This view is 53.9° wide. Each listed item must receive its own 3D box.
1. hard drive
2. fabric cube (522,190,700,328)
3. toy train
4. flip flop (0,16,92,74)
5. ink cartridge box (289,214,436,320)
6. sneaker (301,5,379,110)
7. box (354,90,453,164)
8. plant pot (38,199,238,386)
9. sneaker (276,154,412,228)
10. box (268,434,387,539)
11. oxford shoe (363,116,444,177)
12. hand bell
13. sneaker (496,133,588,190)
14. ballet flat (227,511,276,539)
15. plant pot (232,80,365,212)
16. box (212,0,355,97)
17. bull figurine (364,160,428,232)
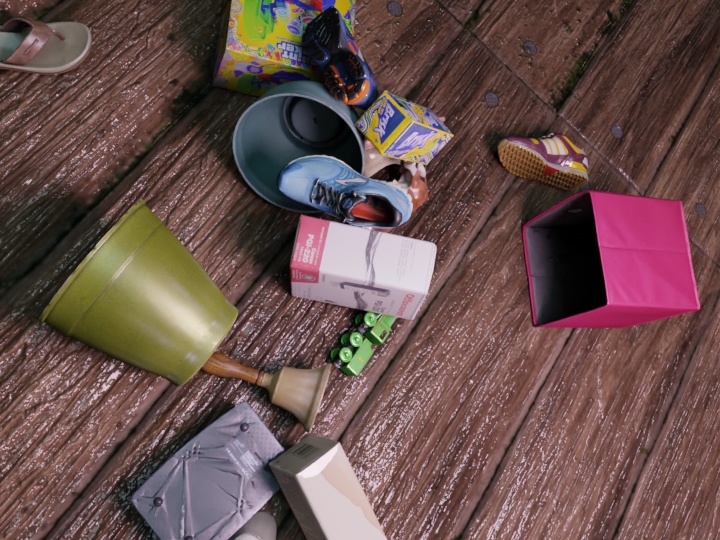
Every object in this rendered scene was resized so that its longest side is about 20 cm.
[{"bbox_3d":[-0.200,0.290,0.973,0.200,0.042,0.135,-39,92,-28],"label":"hard drive"},{"bbox_3d":[0.428,-0.011,1.231,0.199,0.196,0.201,2,74,-22],"label":"fabric cube"},{"bbox_3d":[0.024,0.082,1.127,0.056,0.042,0.200,45,64,-17],"label":"toy train"},{"bbox_3d":[-0.490,-0.331,1.016,0.199,0.058,0.081,-5,77,-23],"label":"flip flop"},{"bbox_3d":[0.000,0.000,1.051,0.199,0.146,0.085,10,70,-1],"label":"ink cartridge box"},{"bbox_3d":[-0.028,-0.310,1.054,0.078,0.075,0.201,30,35,-55],"label":"sneaker"},{"bbox_3d":[0.071,-0.212,1.075,0.064,0.070,0.200,49,21,14],"label":"box"},{"bbox_3d":[-0.273,0.046,0.930,0.193,0.200,0.201,40,65,-13],"label":"plant pot"},{"bbox_3d":[-0.023,-0.109,1.004,0.199,0.090,0.079,14,110,1],"label":"sneaker"},{"bbox_3d":[-0.037,0.336,0.978,0.078,0.095,0.201,-31,103,-29],"label":"box"},{"bbox_3d":[0.068,-0.218,1.223,0.199,0.071,0.074,-25,112,-27],"label":"oxford shoe"},{"bbox_3d":[-0.152,0.155,1.021,0.199,0.104,0.105,18,69,-3],"label":"hand bell"},{"bbox_3d":[0.339,-0.221,1.328,0.199,0.075,0.090,19,61,-24],"label":"sneaker"},{"bbox_3d":[-0.174,0.411,0.938,0.067,0.064,0.200,45,64,-6],"label":"ballet flat"},{"bbox_3d":[-0.080,-0.209,1.094,0.200,0.200,0.134,31,39,-12],"label":"plant pot"},{"bbox_3d":[-0.122,-0.386,1.149,0.199,0.122,0.194,9,73,-20],"label":"box"},{"bbox_3d":[0.042,-0.110,1.157,0.065,0.122,0.200,22,49,32],"label":"bull figurine"}]
